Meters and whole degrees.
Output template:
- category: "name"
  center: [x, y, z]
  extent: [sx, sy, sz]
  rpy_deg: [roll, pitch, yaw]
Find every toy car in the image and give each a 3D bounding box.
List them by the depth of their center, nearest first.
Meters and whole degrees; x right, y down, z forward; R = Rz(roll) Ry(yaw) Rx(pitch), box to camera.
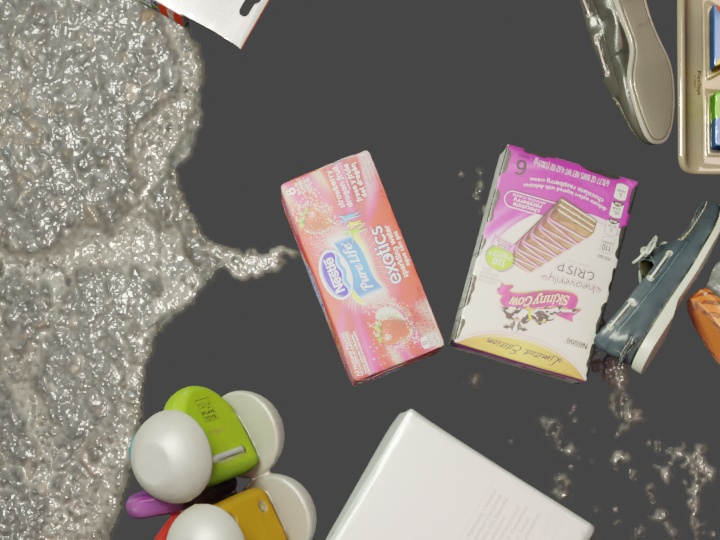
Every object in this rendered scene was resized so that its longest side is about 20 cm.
- category: "toy car"
  center: [-0.148, 0.213, 1.666]
  extent: [0.149, 0.174, 0.202]
  rpy_deg: [-25, 84, 32]

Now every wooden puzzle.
- category: "wooden puzzle"
  center: [0.412, -0.189, 1.767]
  extent: [0.197, 0.046, 0.188]
  rpy_deg: [1, 83, -2]

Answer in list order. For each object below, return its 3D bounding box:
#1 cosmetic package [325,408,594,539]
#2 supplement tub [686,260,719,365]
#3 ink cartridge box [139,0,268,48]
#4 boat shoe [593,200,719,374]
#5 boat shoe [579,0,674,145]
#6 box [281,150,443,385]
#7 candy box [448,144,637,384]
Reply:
- category: "cosmetic package"
  center: [0.082, 0.251, 1.647]
  extent: [0.199, 0.167, 0.167]
  rpy_deg: [32, 84, 2]
- category: "supplement tub"
  center: [0.418, 0.013, 1.706]
  extent: [0.199, 0.123, 0.123]
  rpy_deg: [-34, 85, -5]
- category: "ink cartridge box"
  center: [-0.177, -0.307, 1.764]
  extent: [0.199, 0.050, 0.110]
  rpy_deg: [30, 83, 1]
- category: "boat shoe"
  center: [0.289, 0.007, 1.719]
  extent: [0.061, 0.075, 0.201]
  rpy_deg: [28, 70, 12]
- category: "boat shoe"
  center: [0.260, -0.219, 1.769]
  extent: [0.066, 0.057, 0.202]
  rpy_deg: [-11, 87, -39]
- category: "box"
  center: [0.000, 0.000, 1.708]
  extent: [0.095, 0.100, 0.202]
  rpy_deg: [-21, 85, -4]
- category: "candy box"
  center: [0.176, -0.005, 1.732]
  extent: [0.135, 0.061, 0.202]
  rpy_deg: [15, 84, 0]
